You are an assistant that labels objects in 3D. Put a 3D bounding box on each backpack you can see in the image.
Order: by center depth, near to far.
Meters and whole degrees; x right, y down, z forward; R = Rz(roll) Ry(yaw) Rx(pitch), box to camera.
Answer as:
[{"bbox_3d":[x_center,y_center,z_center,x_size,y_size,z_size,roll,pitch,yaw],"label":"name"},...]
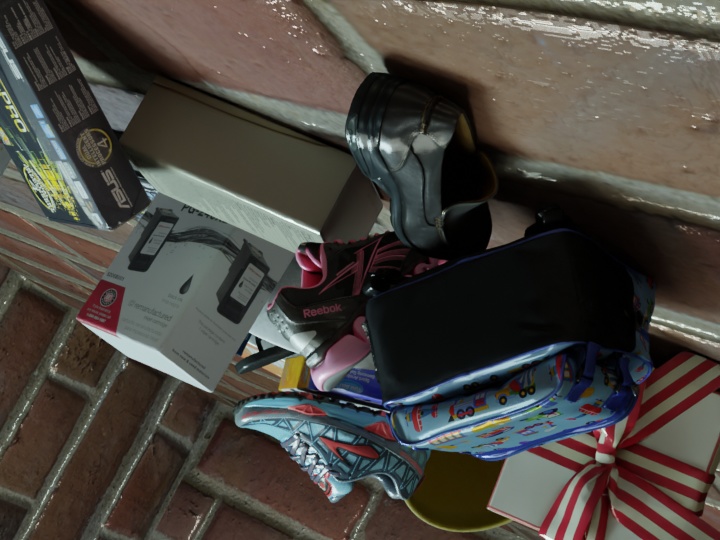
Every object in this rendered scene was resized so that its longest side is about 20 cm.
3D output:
[{"bbox_3d":[0.123,0.057,0.936,0.182,0.136,0.199,-21,157,29],"label":"backpack"}]

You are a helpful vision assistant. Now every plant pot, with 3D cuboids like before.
[{"bbox_3d":[0.115,0.157,1.419,0.200,0.200,0.142,35,-166,-31],"label":"plant pot"}]

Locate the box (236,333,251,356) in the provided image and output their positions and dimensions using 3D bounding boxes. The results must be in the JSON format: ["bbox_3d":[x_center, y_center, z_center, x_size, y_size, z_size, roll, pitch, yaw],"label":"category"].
[{"bbox_3d":[-0.175,0.006,1.474,0.199,0.137,0.038,15,165,45],"label":"box"}]

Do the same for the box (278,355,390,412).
[{"bbox_3d":[-0.009,0.116,1.335,0.118,0.042,0.200,15,170,-11],"label":"box"}]

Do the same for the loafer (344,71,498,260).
[{"bbox_3d":[0.058,-0.056,0.879,0.072,0.073,0.200,15,165,29],"label":"loafer"}]

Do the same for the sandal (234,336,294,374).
[{"bbox_3d":[-0.069,0.062,1.439,0.075,0.200,0.048,-32,86,46],"label":"sandal"}]

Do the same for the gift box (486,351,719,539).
[{"bbox_3d":[0.237,0.161,1.136,0.199,0.186,0.187,15,174,20],"label":"gift box"}]

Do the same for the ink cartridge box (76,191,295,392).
[{"bbox_3d":[-0.153,-0.005,1.240,0.145,0.201,0.083,15,159,45],"label":"ink cartridge box"}]

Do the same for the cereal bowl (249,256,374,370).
[{"bbox_3d":[-0.036,0.025,1.313,0.199,0.084,0.200,18,-171,-3],"label":"cereal bowl"}]

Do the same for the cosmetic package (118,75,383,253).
[{"bbox_3d":[-0.090,-0.079,1.094,0.199,0.073,0.104,23,167,18],"label":"cosmetic package"}]

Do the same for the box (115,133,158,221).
[{"bbox_3d":[-0.217,-0.086,1.400,0.199,0.049,0.161,15,161,46],"label":"box"}]

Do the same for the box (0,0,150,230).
[{"bbox_3d":[-0.263,-0.132,1.084,0.161,0.049,0.201,9,129,56],"label":"box"}]

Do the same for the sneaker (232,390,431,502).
[{"bbox_3d":[-0.029,0.172,1.261,0.198,0.096,0.079,13,168,-7],"label":"sneaker"}]

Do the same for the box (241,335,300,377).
[{"bbox_3d":[-0.099,0.063,1.618,0.199,0.107,0.152,26,168,7],"label":"box"}]

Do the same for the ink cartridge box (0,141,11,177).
[{"bbox_3d":[-0.395,-0.140,1.210,0.082,0.201,0.146,13,162,41],"label":"ink cartridge box"}]

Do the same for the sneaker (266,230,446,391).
[{"bbox_3d":[0.000,0.000,1.009,0.095,0.200,0.079,41,136,3],"label":"sneaker"}]
